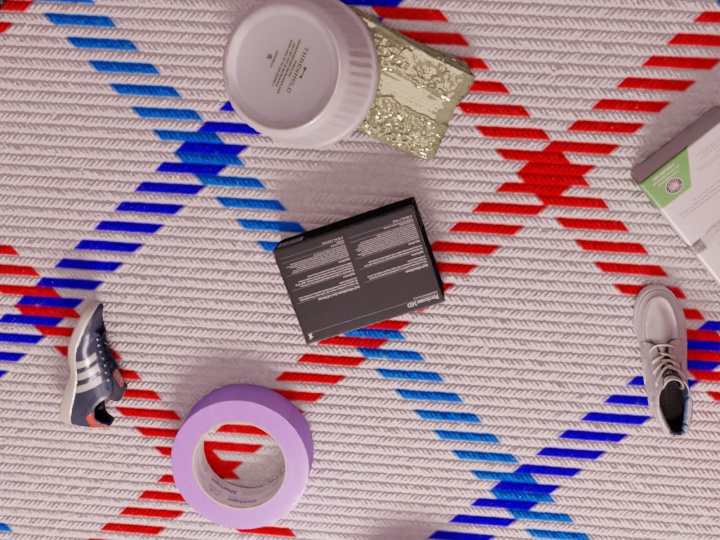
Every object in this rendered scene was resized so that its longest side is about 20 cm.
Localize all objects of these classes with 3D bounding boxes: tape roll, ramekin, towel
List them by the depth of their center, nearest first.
[{"bbox_3d":[-0.084,-0.255,1.319,0.202,0.094,0.203,3,98,19],"label":"ramekin"},{"bbox_3d":[0.035,-0.242,1.368,0.200,0.036,0.149,26,106,-3],"label":"towel"},{"bbox_3d":[-0.170,0.270,1.507,0.199,0.066,0.201,1,105,3],"label":"tape roll"}]

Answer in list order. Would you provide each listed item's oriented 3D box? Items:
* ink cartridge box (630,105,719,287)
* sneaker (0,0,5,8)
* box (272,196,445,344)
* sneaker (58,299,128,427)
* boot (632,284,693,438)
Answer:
[{"bbox_3d":[0.473,-0.089,1.352,0.146,0.084,0.200,-38,100,13],"label":"ink cartridge box"},{"bbox_3d":[-0.475,-0.417,1.337,0.096,0.079,0.200,44,103,-6],"label":"sneaker"},{"bbox_3d":[0.000,0.000,1.415,0.199,0.079,0.142,-17,100,8],"label":"box"},{"bbox_3d":[-0.370,0.137,1.484,0.084,0.075,0.200,15,115,2],"label":"sneaker"},{"bbox_3d":[0.418,0.124,1.408,0.073,0.096,0.201,-12,104,7],"label":"boot"}]
